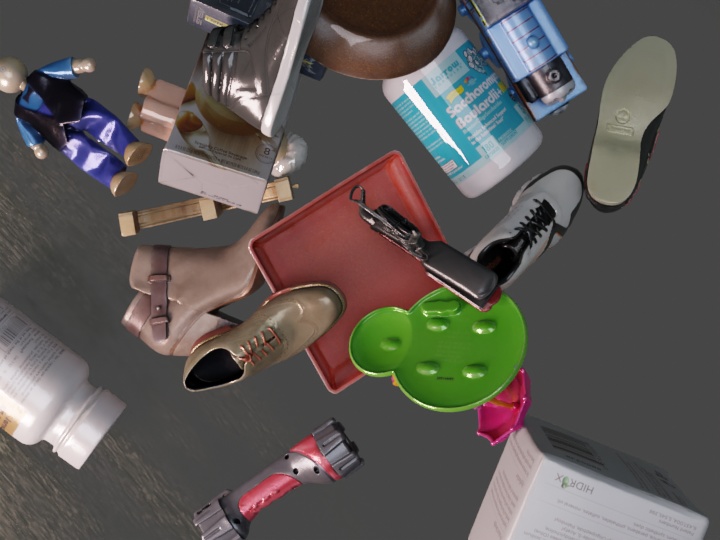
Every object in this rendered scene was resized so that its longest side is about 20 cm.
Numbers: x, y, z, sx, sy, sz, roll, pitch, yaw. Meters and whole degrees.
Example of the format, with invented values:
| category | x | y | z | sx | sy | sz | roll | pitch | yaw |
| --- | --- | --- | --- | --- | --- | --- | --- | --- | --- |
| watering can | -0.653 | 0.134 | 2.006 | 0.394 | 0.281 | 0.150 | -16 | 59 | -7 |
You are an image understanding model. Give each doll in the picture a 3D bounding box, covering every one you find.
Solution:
| category | x | y | z | sx | sy | sz | roll | pitch | yaw |
| --- | --- | --- | --- | --- | --- | --- | --- | --- | --- |
| doll | -0.321 | -0.172 | 1.527 | 0.199 | 0.048 | 0.137 | 35 | 114 | 11 |

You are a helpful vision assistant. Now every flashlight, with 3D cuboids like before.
| category | x | y | z | sx | sy | sz | roll | pitch | yaw |
| --- | --- | --- | --- | --- | --- | --- | --- | --- | --- |
| flashlight | -0.092 | 0.250 | 1.576 | 0.200 | 0.068 | 0.068 | -37 | 98 | 2 |

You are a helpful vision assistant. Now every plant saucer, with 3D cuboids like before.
| category | x | y | z | sx | sy | sz | roll | pitch | yaw |
| --- | --- | --- | --- | --- | --- | --- | --- | --- | --- |
| plant saucer | 0.000 | 0.000 | 1.536 | 0.199 | 0.037 | 0.201 | -32 | 106 | -11 |
| plant saucer | 0.008 | -0.294 | 1.444 | 0.199 | 0.037 | 0.202 | 5 | 68 | -11 |

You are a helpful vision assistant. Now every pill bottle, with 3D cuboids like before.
| category | x | y | z | sx | sy | sz | roll | pitch | yaw |
| --- | --- | --- | --- | --- | --- | --- | --- | --- | --- |
| pill bottle | -0.364 | 0.125 | 1.536 | 0.200 | 0.114 | 0.115 | 37 | 94 | -4 |
| pill bottle | 0.099 | -0.186 | 1.512 | 0.111 | 0.111 | 0.200 | -39 | 95 | 3 |

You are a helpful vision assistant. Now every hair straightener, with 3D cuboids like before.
| category | x | y | z | sx | sy | sz | roll | pitch | yaw |
| --- | --- | --- | --- | --- | --- | --- | --- | --- | --- |
| hair straightener | 0.063 | -0.035 | 1.452 | 0.200 | 0.077 | 0.041 | 40 | 80 | 22 |

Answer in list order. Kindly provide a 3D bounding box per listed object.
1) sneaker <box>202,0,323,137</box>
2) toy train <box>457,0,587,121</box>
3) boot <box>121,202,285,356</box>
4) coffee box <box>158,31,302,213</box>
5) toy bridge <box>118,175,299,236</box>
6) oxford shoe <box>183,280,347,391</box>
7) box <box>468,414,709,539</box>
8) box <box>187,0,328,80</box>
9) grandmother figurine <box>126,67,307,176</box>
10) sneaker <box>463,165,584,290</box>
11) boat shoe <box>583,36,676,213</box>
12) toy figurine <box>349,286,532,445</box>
| category | x | y | z | sx | sy | sz | roll | pitch | yaw |
| --- | --- | --- | --- | --- | --- | --- | --- | --- | --- |
| sneaker | -0.100 | -0.241 | 1.382 | 0.099 | 0.071 | 0.201 | 23 | 113 | 6 |
| toy train | 0.170 | -0.257 | 1.504 | 0.086 | 0.114 | 0.201 | -31 | 95 | 3 |
| boot | -0.181 | 0.001 | 1.554 | 0.145 | 0.070 | 0.201 | 18 | 84 | 9 |
| coffee box | -0.130 | -0.177 | 1.481 | 0.114 | 0.080 | 0.201 | 17 | 64 | -4 |
| toy bridge | -0.165 | -0.073 | 1.542 | 0.199 | 0.067 | 0.027 | -12 | 96 | 2 |
| oxford shoe | -0.102 | 0.078 | 1.473 | 0.199 | 0.075 | 0.071 | -31 | 105 | 21 |
| box | 0.240 | 0.285 | 1.516 | 0.199 | 0.199 | 0.172 | 22 | 96 | -3 |
| box | -0.075 | -0.319 | 1.482 | 0.157 | 0.051 | 0.201 | 22 | 65 | -2 |
| grandmother figurine | -0.155 | -0.151 | 1.540 | 0.199 | 0.061 | 0.122 | 18 | 102 | 0 |
| sneaker | 0.183 | -0.038 | 1.531 | 0.074 | 0.080 | 0.200 | 43 | 78 | -4 |
| boat shoe | 0.296 | -0.162 | 1.544 | 0.073 | 0.063 | 0.203 | 18 | 82 | 8 |
| toy figurine | 0.108 | 0.122 | 1.524 | 0.199 | 0.184 | 0.151 | 1 | 60 | 24 |
